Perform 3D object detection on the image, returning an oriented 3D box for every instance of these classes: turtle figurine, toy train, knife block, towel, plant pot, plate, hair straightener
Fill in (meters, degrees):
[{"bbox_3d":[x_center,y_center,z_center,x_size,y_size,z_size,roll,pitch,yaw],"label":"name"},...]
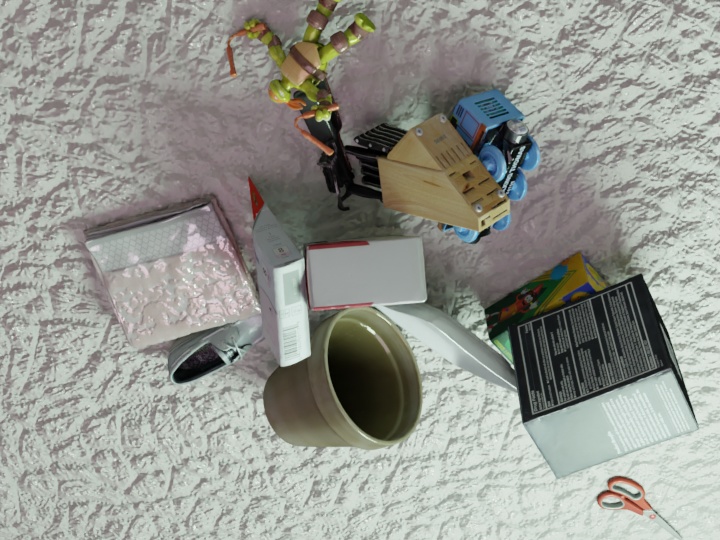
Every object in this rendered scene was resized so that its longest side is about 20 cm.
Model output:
[{"bbox_3d":[-0.055,-0.246,1.491,0.161,0.200,0.064,-46,161,17],"label":"turtle figurine"},{"bbox_3d":[0.150,-0.126,1.585,0.086,0.114,0.200,-19,147,-33],"label":"toy train"},{"bbox_3d":[0.069,-0.103,1.557,0.200,0.064,0.176,53,141,8],"label":"knife block"},{"bbox_3d":[-0.254,0.006,1.713,0.199,0.032,0.192,-15,119,11],"label":"towel"},{"bbox_3d":[-0.039,0.169,1.780,0.173,0.201,0.200,-24,127,38],"label":"plant pot"},{"bbox_3d":[0.119,0.092,1.730,0.199,0.200,0.032,36,82,-26],"label":"plate"},{"bbox_3d":[-0.046,-0.147,1.588,0.041,0.077,0.201,3,133,19],"label":"hair straightener"}]

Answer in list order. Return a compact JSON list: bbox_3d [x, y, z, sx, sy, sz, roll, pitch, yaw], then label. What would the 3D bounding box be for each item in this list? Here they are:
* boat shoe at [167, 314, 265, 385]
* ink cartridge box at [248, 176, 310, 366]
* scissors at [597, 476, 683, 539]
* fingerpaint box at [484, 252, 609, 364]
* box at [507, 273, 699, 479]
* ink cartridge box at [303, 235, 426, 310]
[{"bbox_3d":[-0.189,0.106,1.781,0.200,0.072,0.070,-29,123,17],"label":"boat shoe"},{"bbox_3d":[-0.122,0.000,1.617,0.057,0.200,0.163,-19,131,-20],"label":"ink cartridge box"},{"bbox_3d":[0.474,0.392,2.056,0.199,0.014,0.073,27,121,-18],"label":"scissors"},{"bbox_3d":[0.301,0.096,1.785,0.167,0.074,0.200,-32,122,21],"label":"fingerpaint box"},{"bbox_3d":[0.312,0.138,1.646,0.198,0.200,0.123,-22,123,15],"label":"box"},{"bbox_3d":[0.000,0.000,1.615,0.146,0.200,0.083,-5,92,-5],"label":"ink cartridge box"}]
